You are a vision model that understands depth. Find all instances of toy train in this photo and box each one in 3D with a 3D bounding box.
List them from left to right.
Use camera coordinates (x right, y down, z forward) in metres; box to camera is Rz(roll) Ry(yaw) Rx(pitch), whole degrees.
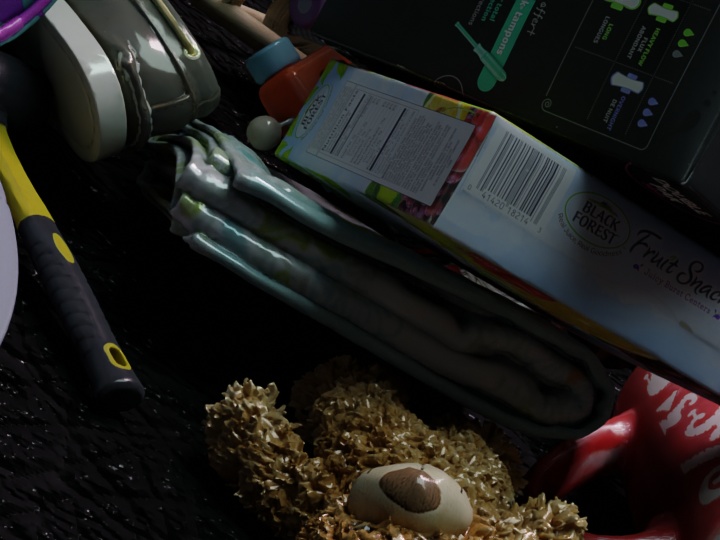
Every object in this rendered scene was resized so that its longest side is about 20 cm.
[{"bbox_3d":[-0.028,-0.141,0.903,0.200,0.056,0.150,60,33,0],"label":"toy train"}]

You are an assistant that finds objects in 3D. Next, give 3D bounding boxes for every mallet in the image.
[{"bbox_3d":[-0.134,-0.024,0.767,0.066,0.041,0.200,22,27,-38],"label":"mallet"}]

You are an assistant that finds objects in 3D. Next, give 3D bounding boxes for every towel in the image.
[{"bbox_3d":[0.000,0.000,0.861,0.200,0.048,0.171,31,3,-15],"label":"towel"}]

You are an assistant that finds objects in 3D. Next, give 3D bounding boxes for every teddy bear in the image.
[{"bbox_3d":[0.017,0.079,0.736,0.145,0.067,0.200,38,17,11],"label":"teddy bear"}]

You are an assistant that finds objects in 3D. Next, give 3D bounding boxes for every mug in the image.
[{"bbox_3d":[0.164,0.095,0.878,0.177,0.133,0.200,34,14,-14],"label":"mug"}]

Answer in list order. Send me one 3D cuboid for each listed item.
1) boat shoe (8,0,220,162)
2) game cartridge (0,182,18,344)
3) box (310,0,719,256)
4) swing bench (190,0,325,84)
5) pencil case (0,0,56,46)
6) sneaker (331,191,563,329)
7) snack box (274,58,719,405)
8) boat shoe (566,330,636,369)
[{"bbox_3d":[-0.126,-0.125,0.877,0.060,0.072,0.202,-17,50,-22],"label":"boat shoe"},{"bbox_3d":[-0.176,-0.015,0.659,0.133,0.041,0.200,27,20,-18],"label":"game cartridge"},{"bbox_3d":[0.112,-0.092,0.818,0.200,0.124,0.148,27,-2,39],"label":"box"},{"bbox_3d":[0.042,-0.112,1.169,0.199,0.130,0.200,14,37,-53],"label":"swing bench"},{"bbox_3d":[-0.183,-0.151,0.818,0.085,0.093,0.200,-17,23,-26],"label":"pencil case"},{"bbox_3d":[0.054,-0.012,0.991,0.078,0.082,0.200,20,-4,44],"label":"sneaker"},{"bbox_3d":[0.080,-0.010,0.816,0.200,0.053,0.142,30,0,-28],"label":"snack box"},{"bbox_3d":[0.158,0.020,1.051,0.070,0.071,0.200,12,-4,-6],"label":"boat shoe"}]
